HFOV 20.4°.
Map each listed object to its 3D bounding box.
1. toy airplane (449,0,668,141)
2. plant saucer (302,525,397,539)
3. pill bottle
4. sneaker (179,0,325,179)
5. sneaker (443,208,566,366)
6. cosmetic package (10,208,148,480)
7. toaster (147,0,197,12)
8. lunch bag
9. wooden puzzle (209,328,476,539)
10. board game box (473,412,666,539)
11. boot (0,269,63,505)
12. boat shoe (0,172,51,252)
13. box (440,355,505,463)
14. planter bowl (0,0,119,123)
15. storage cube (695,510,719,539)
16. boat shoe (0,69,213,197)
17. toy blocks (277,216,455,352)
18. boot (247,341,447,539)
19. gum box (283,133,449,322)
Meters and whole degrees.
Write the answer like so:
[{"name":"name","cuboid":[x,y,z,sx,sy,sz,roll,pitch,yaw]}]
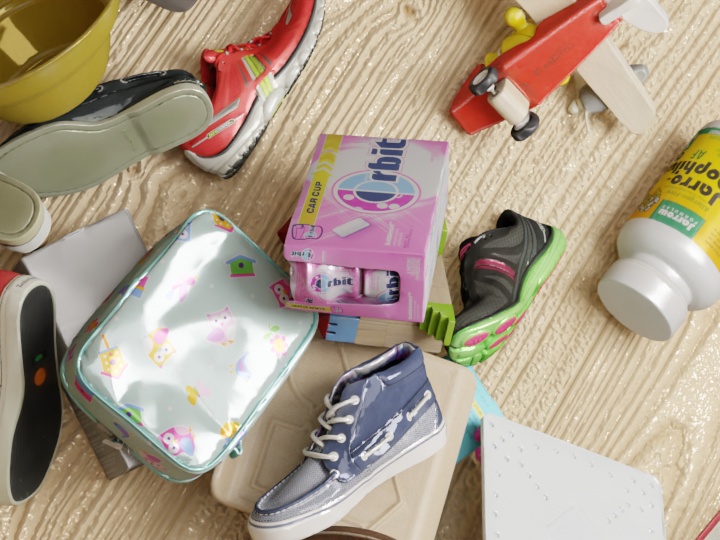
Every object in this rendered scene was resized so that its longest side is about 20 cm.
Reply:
[{"name":"toy airplane","cuboid":[0.183,-0.222,1.838,0.198,0.141,0.201,0,113,-7]},{"name":"plant saucer","cuboid":[-0.008,0.276,1.670,0.200,0.201,0.037,28,39,-12]},{"name":"pill bottle","cuboid":[0.310,-0.035,1.861,0.113,0.113,0.200,43,70,-7]},{"name":"sneaker","cuboid":[-0.098,-0.180,1.768,0.085,0.077,0.201,32,71,-6]},{"name":"sneaker","cuboid":[0.114,0.014,1.792,0.084,0.077,0.200,34,41,5]},{"name":"cosmetic package","cuboid":[-0.205,0.062,1.679,0.106,0.090,0.201,-25,86,-22]},{"name":"toaster","cuboid":[-0.143,-0.347,1.708,0.118,0.200,0.182,28,61,-13]},{"name":"lunch bag","cuboid":[-0.137,0.067,1.618,0.160,0.077,0.200,43,65,-11]},{"name":"wooden puzzle","cuboid":[-0.015,0.142,1.702,0.199,0.046,0.186,22,67,-9]},{"name":"board game box","cuboid":[0.183,0.241,1.732,0.199,0.026,0.201,22,48,-24]},{"name":"boot","cuboid":[-0.322,0.088,1.648,0.072,0.143,0.201,-28,126,-57]},{"name":"boat shoe","cuboid":[-0.345,-0.071,1.658,0.199,0.068,0.075,33,77,14]},{"name":"box","cuboid":[0.028,0.160,1.760,0.200,0.049,0.083,-35,92,-22]},{"name":"planter bowl","cuboid":[-0.274,-0.183,1.677,0.200,0.200,0.084,-44,131,-21]},{"name":"storage cube","cuboid":[0.385,0.317,1.791,0.200,0.171,0.180,-44,96,-21]},{"name":"boat shoe","cuboid":[-0.226,-0.125,1.713,0.198,0.066,0.075,-24,130,3]},{"name":"toy blocks","cuboid":[0.000,0.000,1.724,0.136,0.100,0.200,6,33,-10]},{"name":"boot","cuboid":[-0.020,0.138,1.622,0.199,0.073,0.091,-31,116,-31]},{"name":"gum box","cuboid":[0.007,-0.035,1.644,0.113,0.200,0.067,4,122,7]}]
